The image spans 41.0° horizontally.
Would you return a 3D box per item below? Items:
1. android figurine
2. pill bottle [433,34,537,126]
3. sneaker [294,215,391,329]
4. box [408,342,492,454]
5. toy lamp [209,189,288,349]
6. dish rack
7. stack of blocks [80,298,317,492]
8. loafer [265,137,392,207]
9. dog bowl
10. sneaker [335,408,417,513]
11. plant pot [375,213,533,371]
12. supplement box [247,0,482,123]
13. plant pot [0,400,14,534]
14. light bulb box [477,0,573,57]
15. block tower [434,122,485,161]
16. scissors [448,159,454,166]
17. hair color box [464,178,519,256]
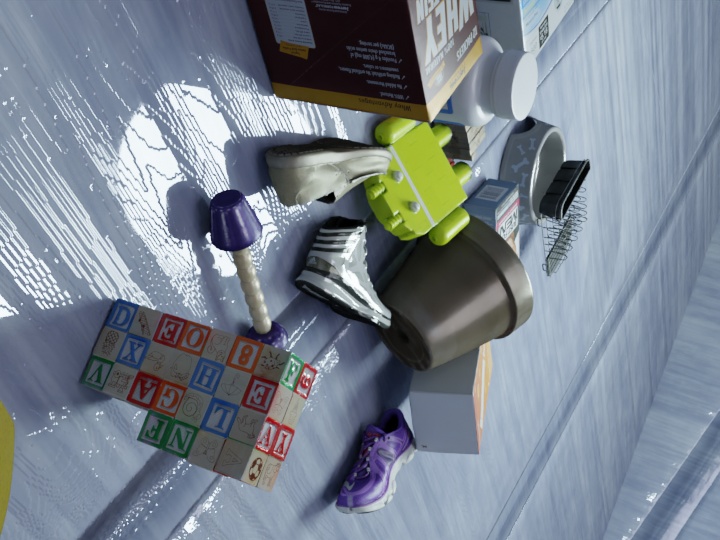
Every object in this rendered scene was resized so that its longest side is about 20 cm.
[{"bbox_3d":[0.075,-0.120,1.286,0.200,0.041,0.183,-37,103,-44],"label":"android figurine"},{"bbox_3d":[0.114,-0.239,1.201,0.112,0.199,0.113,-34,130,-52],"label":"pill bottle"},{"bbox_3d":[0.000,0.000,1.227,0.200,0.075,0.116,36,72,-57],"label":"sneaker"},{"bbox_3d":[0.141,0.163,1.468,0.201,0.097,0.125,-71,157,-50],"label":"box"},{"bbox_3d":[-0.120,0.004,1.034,0.058,0.058,0.201,-51,145,-38],"label":"toy lamp"},{"bbox_3d":[0.376,-0.090,1.768,0.154,0.054,0.201,-53,144,-35],"label":"dish rack"},{"bbox_3d":[-0.153,0.109,0.868,0.116,0.199,0.059,-68,152,-13],"label":"stack of blocks"},{"bbox_3d":[-0.038,-0.114,1.121,0.199,0.075,0.069,-12,114,-49],"label":"loafer"},{"bbox_3d":[0.314,-0.175,1.738,0.200,0.058,0.202,-35,131,-51],"label":"dog bowl"},{"bbox_3d":[0.015,0.273,1.392,0.200,0.080,0.084,-52,131,-53],"label":"sneaker"},{"bbox_3d":[0.116,0.047,1.367,0.173,0.199,0.201,-39,136,-26],"label":"plant pot"},{"bbox_3d":[0.001,-0.283,0.983,0.133,0.196,0.201,-54,145,-34],"label":"supplement box"},{"bbox_3d":[-0.330,0.122,0.583,0.201,0.194,0.195,-62,149,-42],"label":"plant pot"},{"bbox_3d":[0.211,-0.430,1.375,0.199,0.124,0.201,-55,146,-34],"label":"light bulb box"},{"bbox_3d":[0.131,-0.255,1.368,0.058,0.054,0.201,-51,140,-37],"label":"block tower"},{"bbox_3d":[0.140,-0.172,1.475,0.201,0.014,0.074,-56,143,-35],"label":"scissors"},{"bbox_3d":[0.224,-0.041,1.629,0.099,0.060,0.202,-45,139,-45],"label":"hair color box"}]
